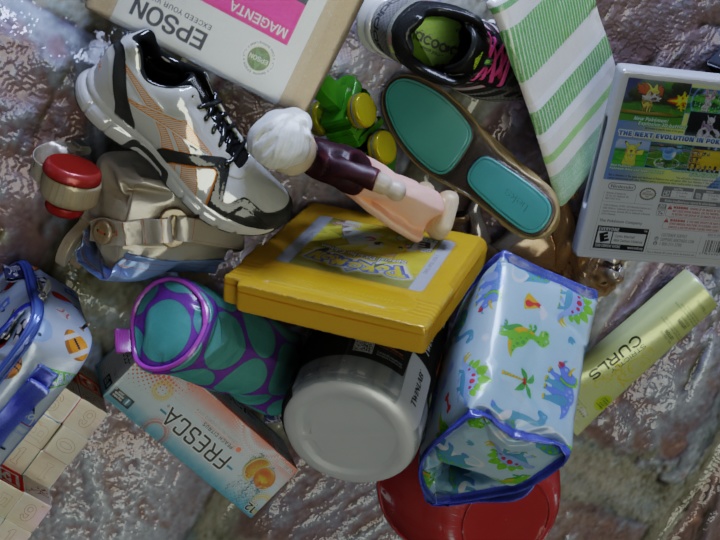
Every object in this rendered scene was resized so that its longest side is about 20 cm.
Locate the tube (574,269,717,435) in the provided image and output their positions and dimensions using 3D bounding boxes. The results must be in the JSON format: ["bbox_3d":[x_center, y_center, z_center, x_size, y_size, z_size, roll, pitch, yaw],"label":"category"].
[{"bbox_3d":[0.279,0.084,1.318,0.200,0.052,0.058,-41,77,5],"label":"tube"}]

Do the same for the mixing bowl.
[{"bbox_3d":[0.125,0.225,1.282,0.197,0.108,0.203,-7,113,-16],"label":"mixing bowl"}]

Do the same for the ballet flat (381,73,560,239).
[{"bbox_3d":[0.099,-0.100,1.157,0.200,0.063,0.069,44,104,8],"label":"ballet flat"}]

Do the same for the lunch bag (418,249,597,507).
[{"bbox_3d":[0.120,0.111,1.156,0.126,0.200,0.172,24,58,-11],"label":"lunch bag"}]

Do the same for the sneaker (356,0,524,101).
[{"bbox_3d":[0.095,-0.189,1.122,0.198,0.087,0.075,15,104,-26],"label":"sneaker"}]

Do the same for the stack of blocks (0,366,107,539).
[{"bbox_3d":[-0.304,0.175,1.105,0.058,0.115,0.201,36,95,-27],"label":"stack of blocks"}]

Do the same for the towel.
[{"bbox_3d":[0.183,-0.185,1.152,0.153,0.023,0.202,-47,126,-38],"label":"towel"}]

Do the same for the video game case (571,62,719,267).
[{"bbox_3d":[0.307,-0.091,1.168,0.197,0.022,0.185,4,117,-11],"label":"video game case"}]

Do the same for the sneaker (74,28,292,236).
[{"bbox_3d":[-0.128,-0.106,1.002,0.199,0.074,0.080,38,123,-16],"label":"sneaker"}]

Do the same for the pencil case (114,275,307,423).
[{"bbox_3d":[-0.117,0.070,1.100,0.091,0.086,0.200,-14,157,22],"label":"pencil case"}]

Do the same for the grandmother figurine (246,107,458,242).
[{"bbox_3d":[-0.007,-0.078,1.041,0.198,0.121,0.061,21,85,-38],"label":"grandmother figurine"}]

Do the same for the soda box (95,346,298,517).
[{"bbox_3d":[-0.149,0.138,1.175,0.068,0.064,0.200,-43,117,2],"label":"soda box"}]

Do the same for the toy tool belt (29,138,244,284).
[{"bbox_3d":[-0.186,-0.030,1.053,0.199,0.124,0.124,-5,122,-48],"label":"toy tool belt"}]

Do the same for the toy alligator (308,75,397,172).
[{"bbox_3d":[0.009,-0.107,1.146,0.201,0.059,0.054,59,44,-27],"label":"toy alligator"}]

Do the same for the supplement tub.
[{"bbox_3d":[0.010,0.075,1.120,0.121,0.201,0.124,8,130,10],"label":"supplement tub"}]

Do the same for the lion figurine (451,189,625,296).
[{"bbox_3d":[0.159,-0.022,1.230,0.197,0.073,0.124,-7,121,-2],"label":"lion figurine"}]

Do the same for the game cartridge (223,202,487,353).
[{"bbox_3d":[0.000,0.000,1.064,0.174,0.200,0.033,12,112,15],"label":"game cartridge"}]

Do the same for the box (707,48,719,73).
[{"bbox_3d":[0.483,-0.192,1.242,0.200,0.123,0.198,-46,116,2],"label":"box"}]

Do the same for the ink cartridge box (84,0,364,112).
[{"bbox_3d":[-0.097,-0.241,1.020,0.198,0.075,0.166,25,100,-13],"label":"ink cartridge box"}]

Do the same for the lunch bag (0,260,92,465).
[{"bbox_3d":[-0.302,0.091,1.048,0.075,0.160,0.201,35,97,-27],"label":"lunch bag"}]
